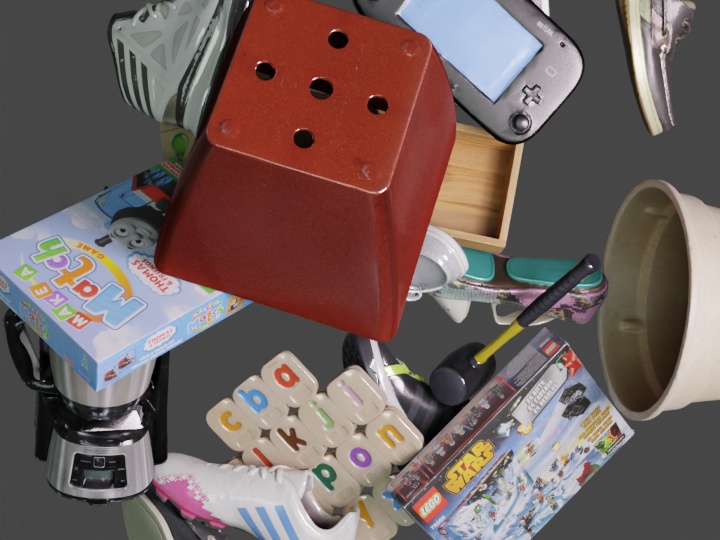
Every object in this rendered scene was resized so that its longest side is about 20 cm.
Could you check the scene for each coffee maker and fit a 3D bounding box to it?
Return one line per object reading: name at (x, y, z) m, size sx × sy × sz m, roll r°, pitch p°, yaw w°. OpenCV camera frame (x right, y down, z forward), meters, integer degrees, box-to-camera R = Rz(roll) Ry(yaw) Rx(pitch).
coffee maker at (-0.211, 0.069, 1.356) m, size 0.134 × 0.192 × 0.201 m, roll 16°, pitch 124°, yaw 11°

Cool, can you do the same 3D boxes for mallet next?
mallet at (0.128, 0.051, 1.336) m, size 0.041 × 0.066 × 0.200 m, roll 50°, pitch 135°, yaw 6°

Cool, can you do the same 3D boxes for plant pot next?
plant pot at (0.321, 0.031, 1.333) m, size 0.182 × 0.201 × 0.202 m, roll 5°, pitch 104°, yaw -12°
plant pot at (-0.034, -0.093, 1.177) m, size 0.198 × 0.177 × 0.201 m, roll 17°, pitch 66°, yaw 2°

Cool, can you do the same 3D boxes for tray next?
tray at (0.034, -0.084, 1.354) m, size 0.198 × 0.037 × 0.100 m, roll 12°, pitch 79°, yaw -4°

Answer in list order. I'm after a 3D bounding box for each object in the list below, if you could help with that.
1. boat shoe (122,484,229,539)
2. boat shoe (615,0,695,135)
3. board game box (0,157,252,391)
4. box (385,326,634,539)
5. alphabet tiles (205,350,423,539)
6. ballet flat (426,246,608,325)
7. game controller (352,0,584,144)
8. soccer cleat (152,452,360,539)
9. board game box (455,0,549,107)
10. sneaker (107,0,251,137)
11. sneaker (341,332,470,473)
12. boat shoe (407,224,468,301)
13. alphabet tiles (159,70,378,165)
boat shoe at (-0.148, 0.257, 1.406) m, size 0.067 × 0.200 × 0.072 m, roll -16°, pitch 133°, yaw -38°
boat shoe at (0.249, -0.215, 1.320) m, size 0.064 × 0.073 × 0.202 m, roll -10°, pitch 104°, yaw 8°
board game box at (-0.177, -0.003, 1.248) m, size 0.151 × 0.199 × 0.037 m, roll 38°, pitch 139°, yaw 26°
box at (0.133, 0.166, 1.383) m, size 0.200 × 0.040 × 0.137 m, roll -44°, pitch 125°, yaw -5°
alphabet tiles at (-0.038, 0.169, 1.407) m, size 0.196 × 0.015 × 0.200 m, roll 46°, pitch 122°, yaw -7°
ballet flat at (0.117, 0.015, 1.386) m, size 0.198 × 0.069 × 0.072 m, roll 10°, pitch 124°, yaw -3°
game controller at (0.090, -0.199, 1.303) m, size 0.200 × 0.042 × 0.104 m, roll 41°, pitch 102°, yaw -9°
soccer cleat at (-0.092, 0.198, 1.402) m, size 0.199 × 0.070 × 0.087 m, roll 28°, pitch 105°, yaw 3°
board game box at (0.095, -0.241, 1.332) m, size 0.125 × 0.035 × 0.202 m, roll -5°, pitch 104°, yaw 2°
sneaker at (-0.149, -0.223, 1.317) m, size 0.114 × 0.076 × 0.202 m, roll 20°, pitch 92°, yaw 8°
sneaker at (0.055, 0.126, 1.420) m, size 0.082 × 0.072 × 0.201 m, roll -33°, pitch 104°, yaw -17°
boat shoe at (-0.001, -0.001, 1.328) m, size 0.200 × 0.065 × 0.075 m, roll 3°, pitch 141°, yaw 34°
alphabet tiles at (-0.074, -0.088, 1.324) m, size 0.198 × 0.008 × 0.169 m, roll -11°, pitch 78°, yaw 18°
